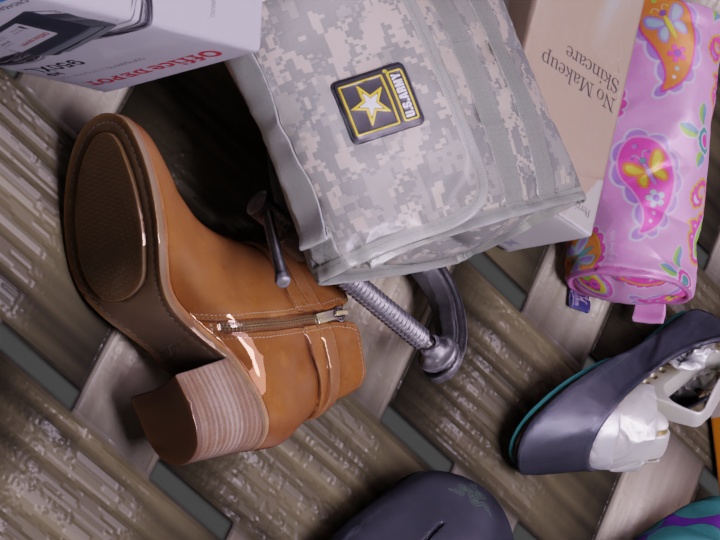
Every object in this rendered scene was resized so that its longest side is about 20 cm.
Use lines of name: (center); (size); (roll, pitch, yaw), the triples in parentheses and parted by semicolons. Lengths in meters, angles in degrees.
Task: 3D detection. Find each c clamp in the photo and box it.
c clamp: (0.000, 0.000, 1.651); (0.200, 0.027, 0.171); (37, 26, -37)

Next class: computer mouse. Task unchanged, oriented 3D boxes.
computer mouse: (0.027, 0.177, 1.643); (0.138, 0.053, 0.200); (35, 47, 10)

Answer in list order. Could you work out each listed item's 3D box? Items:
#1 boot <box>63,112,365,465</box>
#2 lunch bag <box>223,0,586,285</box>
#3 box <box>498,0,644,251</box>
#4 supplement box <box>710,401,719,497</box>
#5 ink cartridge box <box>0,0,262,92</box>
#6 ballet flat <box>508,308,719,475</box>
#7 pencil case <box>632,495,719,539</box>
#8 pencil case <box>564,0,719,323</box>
boot: (-0.073, -0.001, 1.602); (0.155, 0.077, 0.201); (-20, 87, -48)
lunch bag: (0.014, -0.084, 1.601); (0.200, 0.117, 0.165); (-14, 79, -55)
box: (0.106, -0.122, 1.776); (0.095, 0.078, 0.201); (29, 65, -36)
supplement box: (0.321, 0.086, 1.853); (0.073, 0.199, 0.127); (-2, 83, -45)
ink cartridge box: (-0.167, -0.158, 1.492); (0.199, 0.144, 0.085); (10, 78, -40)
ballet flat: (0.177, 0.082, 1.804); (0.200, 0.073, 0.073); (-29, 103, -42)
pencil case: (0.180, 0.211, 1.779); (0.200, 0.092, 0.085); (-29, 119, -39)
pencil case: (0.181, -0.072, 1.834); (0.087, 0.087, 0.201); (20, 70, -38)
